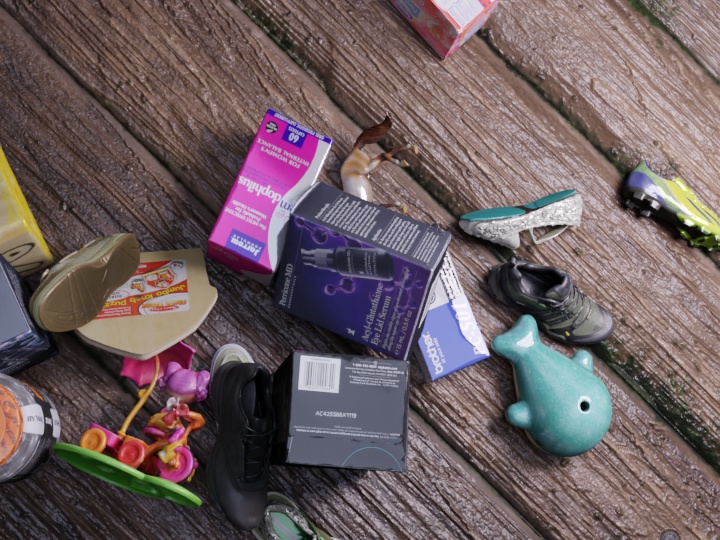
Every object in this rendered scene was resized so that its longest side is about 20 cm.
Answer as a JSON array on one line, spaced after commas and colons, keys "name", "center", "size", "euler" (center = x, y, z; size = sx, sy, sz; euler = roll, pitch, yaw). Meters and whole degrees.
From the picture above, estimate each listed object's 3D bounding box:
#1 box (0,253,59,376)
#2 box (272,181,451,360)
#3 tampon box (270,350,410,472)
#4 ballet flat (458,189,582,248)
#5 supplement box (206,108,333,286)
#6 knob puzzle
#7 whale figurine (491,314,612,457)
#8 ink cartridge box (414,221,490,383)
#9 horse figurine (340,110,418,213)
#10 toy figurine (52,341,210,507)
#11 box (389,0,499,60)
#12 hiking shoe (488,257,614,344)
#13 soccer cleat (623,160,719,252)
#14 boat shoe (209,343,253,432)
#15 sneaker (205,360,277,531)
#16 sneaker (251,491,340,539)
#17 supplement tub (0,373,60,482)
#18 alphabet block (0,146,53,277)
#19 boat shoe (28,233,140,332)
[{"name": "box", "center": [-0.457, 0.072, 0.995], "size": [0.146, 0.200, 0.109], "euler": [-27, 83, -15]}, {"name": "box", "center": [0.000, 0.000, 1.094], "size": [0.196, 0.150, 0.105], "euler": [20, 33, 10]}, {"name": "tampon box", "center": [-0.032, 0.181, 1.056], "size": [0.146, 0.200, 0.129], "euler": [6, 76, -11]}, {"name": "ballet flat", "center": [0.241, -0.067, 1.237], "size": [0.196, 0.072, 0.073], "euler": [-14, 81, -14]}, {"name": "supplement box", "center": [-0.124, -0.097, 1.150], "size": [0.099, 0.103, 0.204], "euler": [24, 76, -6]}, {"name": "knob puzzle", "center": [-0.278, 0.048, 1.074], "size": [0.214, 0.031, 0.222], "euler": [3, 37, -2]}, {"name": "whale figurine", "center": [0.267, 0.159, 1.170], "size": [0.157, 0.104, 0.202], "euler": [-32, 88, -15]}, {"name": "ink cartridge box", "center": [0.100, 0.045, 1.193], "size": [0.092, 0.044, 0.204], "euler": [-20, 83, -13]}, {"name": "horse figurine", "center": [0.011, -0.117, 1.192], "size": [0.130, 0.050, 0.205], "euler": [1, 80, 27]}, {"name": "toy figurine", "center": [-0.250, 0.171, 1.045], "size": [0.196, 0.151, 0.187], "euler": [12, 63, 19]}, {"name": "box", "center": [0.103, -0.435, 1.270], "size": [0.102, 0.095, 0.200], "euler": [-42, 88, -16]}, {"name": "hiking shoe", "center": [0.280, 0.046, 1.199], "size": [0.197, 0.101, 0.077], "euler": [24, 75, -5]}, {"name": "soccer cleat", "center": [0.496, -0.099, 1.293], "size": [0.197, 0.065, 0.085], "euler": [29, 72, -4]}, {"name": "boat shoe", "center": [-0.155, 0.195, 1.100], "size": [0.070, 0.062, 0.205], "euler": [-8, 80, -13]}, {"name": "sneaker", "center": [-0.138, 0.208, 1.017], "size": [0.075, 0.090, 0.205], "euler": [1, 79, -37]}, {"name": "sneaker", "center": [-0.061, 0.358, 1.070], "size": [0.198, 0.089, 0.078], "euler": [36, 73, -2]}, {"name": "supplement tub", "center": [-0.422, 0.184, 0.977], "size": [0.119, 0.200, 0.126], "euler": [2, 77, -11]}, {"name": "alphabet block", "center": [-0.513, -0.069, 1.019], "size": [0.197, 0.195, 0.199], "euler": [-27, 86, -16]}, {"name": "boat shoe", "center": [-0.344, 0.010, 1.033], "size": [0.062, 0.201, 0.075], "euler": [3, 120, 17]}]
